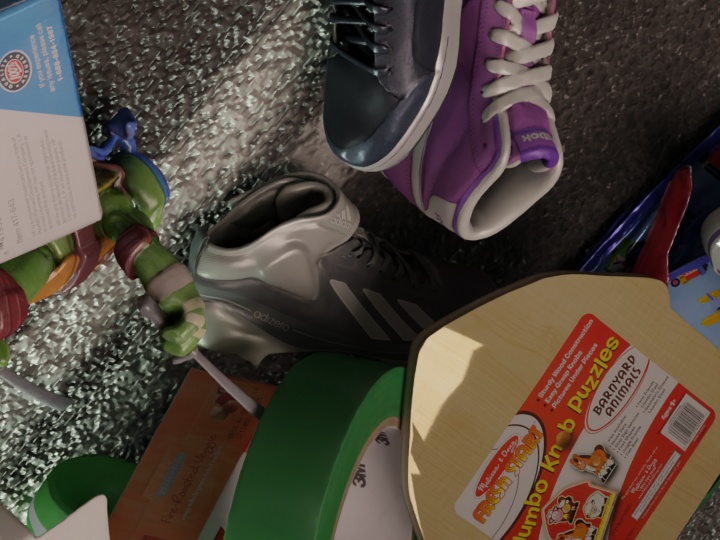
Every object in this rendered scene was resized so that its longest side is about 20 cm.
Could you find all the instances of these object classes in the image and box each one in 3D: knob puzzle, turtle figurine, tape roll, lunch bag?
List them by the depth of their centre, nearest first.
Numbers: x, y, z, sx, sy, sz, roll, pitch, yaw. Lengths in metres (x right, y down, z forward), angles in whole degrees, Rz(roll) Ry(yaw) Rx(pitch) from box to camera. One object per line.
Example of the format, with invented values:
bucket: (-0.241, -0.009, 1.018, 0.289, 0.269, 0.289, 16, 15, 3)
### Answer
turtle figurine: (-0.148, 0.035, 1.311, 0.194, 0.144, 0.200, -25, 132, -45)
tape roll: (-0.016, 0.143, 1.399, 0.200, 0.048, 0.200, 9, 90, -72)
knob puzzle: (0.096, 0.084, 1.447, 0.220, 0.030, 0.220, -7, 106, -25)
lunch bag: (0.214, 0.010, 1.621, 0.200, 0.094, 0.151, -38, 140, 9)

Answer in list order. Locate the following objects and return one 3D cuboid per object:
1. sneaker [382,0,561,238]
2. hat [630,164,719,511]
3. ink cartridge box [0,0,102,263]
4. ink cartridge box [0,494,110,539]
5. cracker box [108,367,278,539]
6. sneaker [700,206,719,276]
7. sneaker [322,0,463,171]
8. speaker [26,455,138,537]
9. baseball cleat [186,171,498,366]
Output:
sneaker: (0.080, -0.110, 1.392, 0.073, 0.114, 0.201, 1, 120, -34)
hat: (0.104, 0.059, 1.553, 0.200, 0.166, 0.176, -33, 108, -15)
ink cartridge box: (-0.235, -0.062, 1.200, 0.200, 0.125, 0.129, -24, 133, -21)
ink cartridge box: (-0.212, 0.172, 1.300, 0.200, 0.067, 0.117, -33, 144, -30)
cracker box: (-0.066, 0.165, 1.452, 0.134, 0.058, 0.200, -63, 149, -31)
sneaker: (0.264, 0.037, 1.528, 0.073, 0.114, 0.200, -32, 137, 22)
sneaker: (-0.012, -0.144, 1.325, 0.146, 0.077, 0.202, -3, 115, -48)
speaker: (-0.157, 0.201, 1.497, 0.088, 0.088, 0.200, -2, 123, -35)
baseball cleat: (0.000, 0.000, 1.461, 0.200, 0.070, 0.106, -5, 129, -33)
